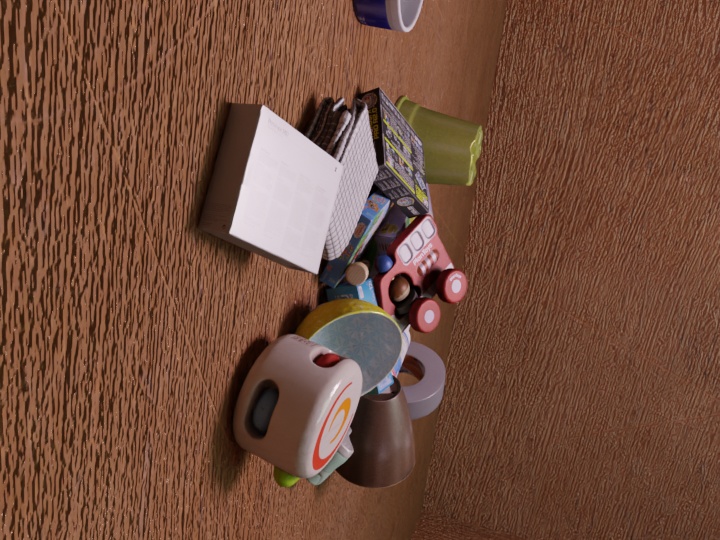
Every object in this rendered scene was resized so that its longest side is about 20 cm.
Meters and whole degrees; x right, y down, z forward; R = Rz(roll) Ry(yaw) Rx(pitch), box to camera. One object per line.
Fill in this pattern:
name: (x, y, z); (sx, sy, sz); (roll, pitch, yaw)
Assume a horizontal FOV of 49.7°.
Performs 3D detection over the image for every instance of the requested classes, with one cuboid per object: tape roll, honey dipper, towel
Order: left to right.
towel: (-0.048, -0.139, 1.156); (0.166, 0.085, 0.201); (75, 31, -58)
honey dipper: (0.000, 0.000, 1.408); (0.200, 0.038, 0.038); (-40, 141, -84)
tape roll: (0.099, 0.257, 1.836); (0.201, 0.199, 0.066); (-62, 161, -48)

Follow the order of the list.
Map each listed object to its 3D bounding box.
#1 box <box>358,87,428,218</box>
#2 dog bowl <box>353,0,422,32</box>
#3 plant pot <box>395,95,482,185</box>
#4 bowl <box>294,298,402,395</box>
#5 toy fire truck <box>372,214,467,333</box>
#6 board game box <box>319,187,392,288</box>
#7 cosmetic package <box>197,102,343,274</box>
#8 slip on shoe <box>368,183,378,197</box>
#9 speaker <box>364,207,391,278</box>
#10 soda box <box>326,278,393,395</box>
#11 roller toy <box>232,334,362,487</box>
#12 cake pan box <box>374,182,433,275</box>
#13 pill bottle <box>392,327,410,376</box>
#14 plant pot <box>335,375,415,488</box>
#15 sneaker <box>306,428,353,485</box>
box: (0.061, -0.207, 1.398); (0.200, 0.044, 0.161); (37, 45, -56)
dog bowl: (0.054, -0.496, 1.264); (0.200, 0.078, 0.201); (12, 90, -77)
plant pot: (0.164, -0.264, 1.688); (0.200, 0.183, 0.201); (13, 90, -76)
bowl: (-0.039, 0.115, 1.300); (0.108, 0.199, 0.201); (-125, -153, -45)
toy fire truck: (0.093, 0.013, 1.452); (0.200, 0.112, 0.168); (-45, 120, -24)
board game box: (0.002, -0.071, 1.407); (0.152, 0.036, 0.200); (-61, 177, 28)
cosmetic package: (-0.101, -0.093, 0.944); (0.200, 0.051, 0.152); (28, 75, -60)
slip on shoe: (0.031, -0.182, 1.497); (0.200, 0.061, 0.076); (-27, 152, -50)
speaker: (0.051, -0.029, 1.644); (0.089, 0.088, 0.201); (68, 36, -66)
soda box: (-0.001, 0.120, 1.398); (0.064, 0.068, 0.201); (-22, 102, -60)
roller toy: (-0.093, 0.190, 1.125); (0.200, 0.139, 0.183); (-55, 159, -35)
cake pan box: (0.098, -0.049, 1.581); (0.184, 0.052, 0.201); (-55, 145, -40)
pill bottle: (0.048, 0.171, 1.745); (0.200, 0.112, 0.113); (-64, 160, -48)
plant pot: (0.031, 0.317, 1.634); (0.187, 0.186, 0.201); (-59, 157, -54)
sneaker: (-0.078, 0.340, 1.511); (0.118, 0.074, 0.200); (-44, -170, 5)
